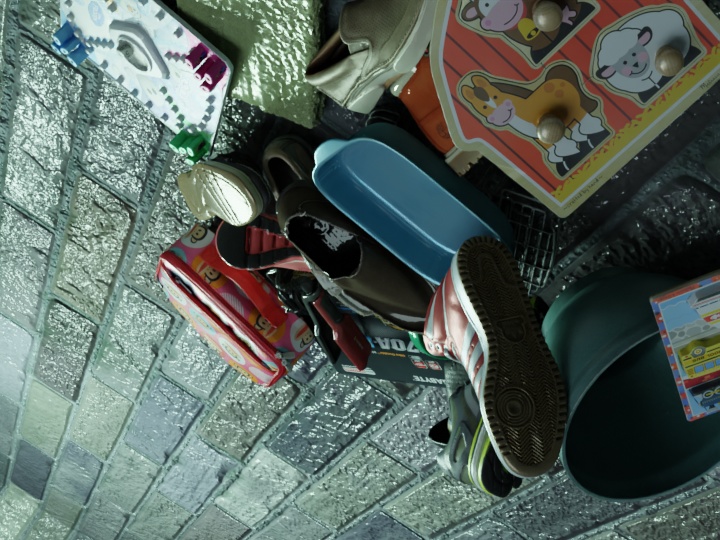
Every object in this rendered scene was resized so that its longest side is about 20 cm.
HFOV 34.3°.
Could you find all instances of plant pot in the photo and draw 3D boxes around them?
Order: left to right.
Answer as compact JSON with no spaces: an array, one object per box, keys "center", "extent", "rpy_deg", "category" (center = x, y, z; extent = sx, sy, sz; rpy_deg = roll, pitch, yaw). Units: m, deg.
[{"center":[0.236,0.080,1.006],"extent":[0.200,0.200,0.134],"rpy_deg":[61,-179,-40],"category":"plant pot"}]

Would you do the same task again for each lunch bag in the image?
[{"center":[-0.143,0.038,1.345],"extent":[0.200,0.082,0.176],"rpy_deg":[44,160,0],"category":"lunch bag"}]

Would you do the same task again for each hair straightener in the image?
[{"center":[-0.055,0.050,1.223],"extent":[0.077,0.041,0.200],"rpy_deg":[10,160,26],"category":"hair straightener"}]

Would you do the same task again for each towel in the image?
[{"center":[-0.094,-0.213,1.014],"extent":[0.148,0.037,0.200],"rpy_deg":[23,148,15],"category":"towel"}]

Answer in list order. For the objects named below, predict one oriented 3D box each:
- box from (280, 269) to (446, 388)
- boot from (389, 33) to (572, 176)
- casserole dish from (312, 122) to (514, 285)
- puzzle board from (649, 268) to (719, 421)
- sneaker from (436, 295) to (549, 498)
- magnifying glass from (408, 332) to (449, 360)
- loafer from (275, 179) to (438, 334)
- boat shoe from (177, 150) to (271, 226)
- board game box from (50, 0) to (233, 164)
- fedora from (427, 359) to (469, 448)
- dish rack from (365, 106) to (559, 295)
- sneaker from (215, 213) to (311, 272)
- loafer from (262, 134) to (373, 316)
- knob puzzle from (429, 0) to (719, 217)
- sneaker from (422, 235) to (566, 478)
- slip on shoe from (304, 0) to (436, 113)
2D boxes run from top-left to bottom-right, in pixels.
[{"center":[0.025,0.059,1.294],"extent":[0.200,0.046,0.159],"rpy_deg":[4,140,39],"category":"box"},{"center":[0.094,-0.160,0.890],"extent":[0.107,0.075,0.200],"rpy_deg":[47,143,0],"category":"boot"},{"center":[0.050,-0.057,1.003],"extent":[0.200,0.039,0.121],"rpy_deg":[39,148,-15],"category":"casserole dish"},{"center":[0.333,0.038,0.892],"extent":[0.200,0.017,0.151],"rpy_deg":[-22,131,8],"category":"puzzle board"},{"center":[0.125,0.108,1.072],"extent":[0.081,0.200,0.074],"rpy_deg":[0,144,43],"category":"sneaker"},{"center":[0.115,0.079,1.227],"extent":[0.022,0.080,0.200],"rpy_deg":[23,164,50],"category":"magnifying glass"},{"center":[0.000,0.000,1.074],"extent":[0.200,0.071,0.073],"rpy_deg":[34,115,-7],"category":"loafer"},{"center":[-0.128,-0.088,1.162],"extent":[0.072,0.065,0.200],"rpy_deg":[60,160,-12],"category":"boat shoe"},{"center":[-0.214,-0.203,1.099],"extent":[0.200,0.026,0.200],"rpy_deg":[40,157,2],"category":"board game box"},{"center":[0.157,0.111,1.170],"extent":[0.200,0.200,0.092],"rpy_deg":[-10,97,49],"category":"fedora"},{"center":[0.087,-0.054,1.067],"extent":[0.200,0.055,0.153],"rpy_deg":[21,150,14],"category":"dish rack"},{"center":[-0.046,-0.033,1.222],"extent":[0.200,0.074,0.087],"rpy_deg":[8,-171,12],"category":"sneaker"},{"center":[-0.039,-0.037,1.133],"extent":[0.072,0.063,0.200],"rpy_deg":[-29,99,16],"category":"loafer"},{"center":[0.135,-0.149,0.794],"extent":[0.219,0.030,0.220],"rpy_deg":[1,121,1],"category":"knob puzzle"},{"center":[0.109,0.083,0.973],"extent":[0.071,0.200,0.112],"rpy_deg":[-6,160,-16],"category":"sneaker"},{"center":[0.013,-0.189,0.912],"extent":[0.061,0.076,0.200],"rpy_deg":[20,159,-14],"category":"slip on shoe"}]
